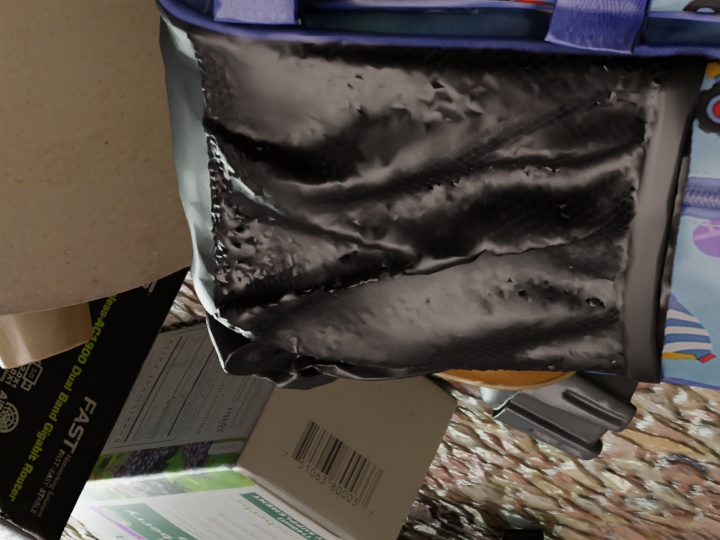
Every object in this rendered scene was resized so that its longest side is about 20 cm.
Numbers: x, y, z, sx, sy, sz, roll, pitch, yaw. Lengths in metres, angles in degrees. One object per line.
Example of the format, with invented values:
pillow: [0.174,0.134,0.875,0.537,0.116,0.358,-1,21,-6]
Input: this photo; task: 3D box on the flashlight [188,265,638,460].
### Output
flashlight: [0.000,0.000,0.836,0.199,0.068,0.068,28,-175,-8]

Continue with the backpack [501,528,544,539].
backpack: [0.049,0.212,1.172,0.190,0.155,0.199,29,159,-38]

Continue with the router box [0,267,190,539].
router box: [-0.142,0.034,0.957,0.062,0.150,0.200,32,158,-18]

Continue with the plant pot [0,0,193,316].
plant pot: [-0.087,-0.124,0.523,0.187,0.188,0.200,20,145,16]

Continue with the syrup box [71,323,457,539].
syrup box: [-0.054,0.074,1.047,0.079,0.082,0.200,36,156,-22]

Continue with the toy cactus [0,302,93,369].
toy cactus: [-0.131,-0.049,0.770,0.200,0.102,0.166,-7,102,70]

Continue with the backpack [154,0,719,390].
backpack: [0.075,-0.066,0.449,0.199,0.183,0.135,6,138,12]

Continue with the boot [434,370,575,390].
boot: [0.000,-0.039,0.730,0.201,0.071,0.144,33,162,-3]
